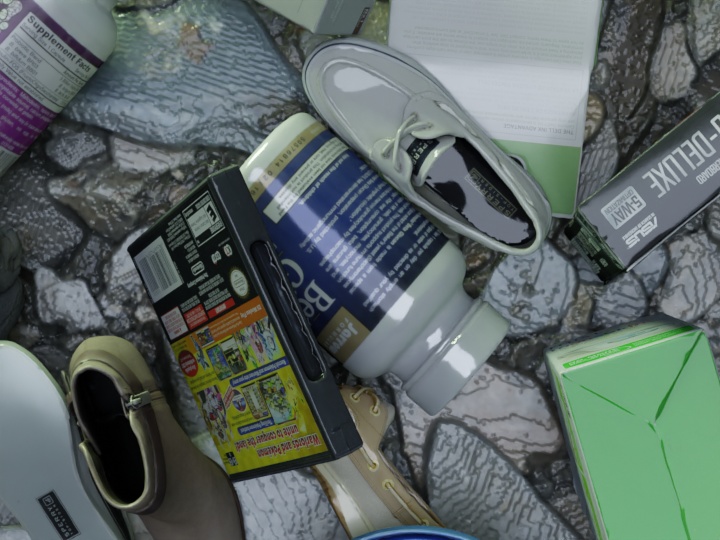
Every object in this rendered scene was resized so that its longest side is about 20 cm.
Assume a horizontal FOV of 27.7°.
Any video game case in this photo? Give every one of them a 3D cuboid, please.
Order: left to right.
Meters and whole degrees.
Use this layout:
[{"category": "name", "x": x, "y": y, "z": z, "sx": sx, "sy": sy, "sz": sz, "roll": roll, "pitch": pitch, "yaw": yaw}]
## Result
[{"category": "video game case", "x": -0.080, "y": 0.043, "z": 0.938, "sx": 0.025, "sy": 0.200, "sz": 0.182, "roll": -24, "pitch": 89, "yaw": -26}]

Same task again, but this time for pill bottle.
[{"category": "pill bottle", "x": -0.235, "y": -0.155, "z": 0.980, "sx": 0.112, "sy": 0.112, "sz": 0.200, "roll": 42, "pitch": 92, "yaw": 2}, {"category": "pill bottle", "x": 0.000, "y": 0.000, "z": 0.969, "sx": 0.200, "sy": 0.111, "sz": 0.111, "roll": 41, "pitch": 92, "yaw": 2}]

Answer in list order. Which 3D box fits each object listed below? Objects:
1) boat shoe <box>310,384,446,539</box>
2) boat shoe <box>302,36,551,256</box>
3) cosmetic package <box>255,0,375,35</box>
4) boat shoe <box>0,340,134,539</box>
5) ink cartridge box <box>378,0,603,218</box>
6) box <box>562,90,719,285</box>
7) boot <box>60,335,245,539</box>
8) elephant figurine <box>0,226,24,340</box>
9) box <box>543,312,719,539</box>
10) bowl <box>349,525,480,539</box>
[{"category": "boat shoe", "x": -0.006, "y": 0.112, "z": 0.995, "sx": 0.069, "sy": 0.074, "sz": 0.201, "roll": -29, "pitch": 98, "yaw": 0}, {"category": "boat shoe", "x": 0.043, "y": -0.078, "z": 0.960, "sx": 0.200, "sy": 0.066, "sz": 0.072, "roll": 43, "pitch": 103, "yaw": -5}, {"category": "cosmetic package", "x": -0.072, "y": -0.244, "z": 0.955, "sx": 0.199, "sy": 0.090, "sz": 0.108, "roll": 31, "pitch": 109, "yaw": 18}, {"category": "boat shoe", "x": -0.209, "y": 0.136, "z": 0.988, "sx": 0.070, "sy": 0.064, "sz": 0.202, "roll": -21, "pitch": 105, "yaw": 2}, {"category": "ink cartridge box", "x": 0.088, "y": -0.146, "z": 0.997, "sx": 0.144, "sy": 0.048, "sz": 0.203, "roll": 6, "pitch": 106, "yaw": 3}, {"category": "box", "x": 0.205, "y": -0.062, "z": 0.915, "sx": 0.157, "sy": 0.200, "sz": 0.050, "roll": -39, "pitch": 84, "yaw": 2}, {"category": "boot", "x": -0.138, "y": 0.138, "z": 0.960, "sx": 0.070, "sy": 0.146, "sz": 0.202, "roll": -28, "pitch": 89, "yaw": 1}, {"category": "elephant figurine", "x": -0.340, "y": 0.005, "z": 0.992, "sx": 0.198, "sy": 0.142, "sz": 0.156, "roll": 15, "pitch": 50, "yaw": 10}, {"category": "box", "x": 0.188, "y": 0.140, "z": 0.928, "sx": 0.096, "sy": 0.176, "sz": 0.202, "roll": -17, "pitch": 89, "yaw": 5}, {"category": "bowl", "x": 0.038, "y": 0.263, "z": 0.939, "sx": 0.198, "sy": 0.039, "sz": 0.203, "roll": 0, "pitch": 91, "yaw": 7}]
